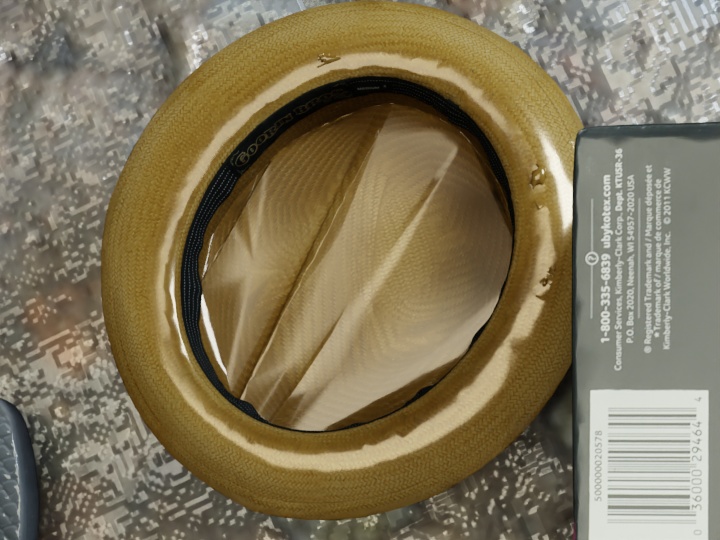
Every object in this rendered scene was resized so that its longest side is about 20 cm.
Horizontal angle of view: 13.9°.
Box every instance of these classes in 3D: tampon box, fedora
[{"bbox_3d":[0.147,0.037,1.024,0.126,0.200,0.151,-1,81,11],"label":"tampon box"},{"bbox_3d":[0.000,0.000,1.120,0.199,0.082,0.202,-2,77,8],"label":"fedora"}]

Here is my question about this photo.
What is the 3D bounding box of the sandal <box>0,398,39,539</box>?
[{"bbox_3d":[-0.161,0.146,1.158,0.076,0.043,0.201,5,93,19],"label":"sandal"}]
